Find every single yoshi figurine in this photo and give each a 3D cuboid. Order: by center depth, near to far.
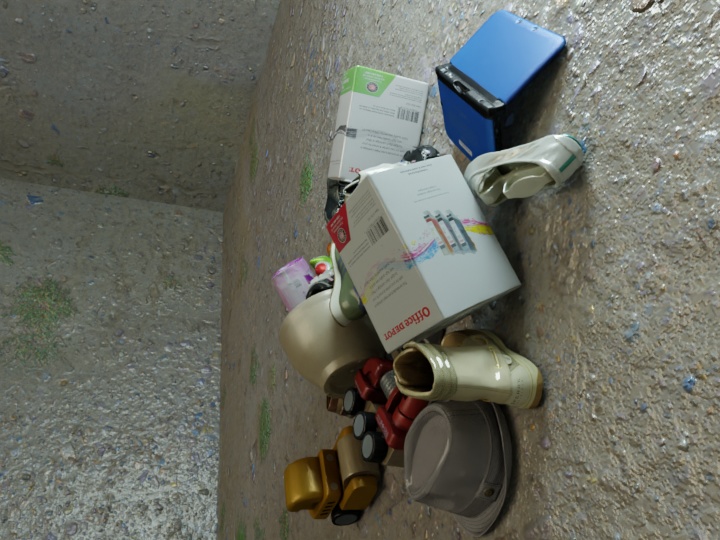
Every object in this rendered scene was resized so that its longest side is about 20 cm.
[{"bbox_3d":[-0.040,0.018,1.293,0.200,0.112,0.113,-97,-17,-63],"label":"yoshi figurine"}]

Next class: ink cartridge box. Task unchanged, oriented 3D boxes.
[{"bbox_3d":[0.077,-0.020,0.776,0.145,0.144,0.200,-42,70,55],"label":"ink cartridge box"},{"bbox_3d":[0.031,-0.254,1.090,0.084,0.145,0.201,-155,74,-69],"label":"ink cartridge box"}]

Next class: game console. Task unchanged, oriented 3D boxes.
[{"bbox_3d":[0.195,-0.248,0.837,0.200,0.118,0.171,-112,4,-53],"label":"game console"}]

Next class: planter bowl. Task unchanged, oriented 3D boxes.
[{"bbox_3d":[-0.034,0.145,1.082,0.135,0.200,0.200,62,141,39],"label":"planter bowl"}]

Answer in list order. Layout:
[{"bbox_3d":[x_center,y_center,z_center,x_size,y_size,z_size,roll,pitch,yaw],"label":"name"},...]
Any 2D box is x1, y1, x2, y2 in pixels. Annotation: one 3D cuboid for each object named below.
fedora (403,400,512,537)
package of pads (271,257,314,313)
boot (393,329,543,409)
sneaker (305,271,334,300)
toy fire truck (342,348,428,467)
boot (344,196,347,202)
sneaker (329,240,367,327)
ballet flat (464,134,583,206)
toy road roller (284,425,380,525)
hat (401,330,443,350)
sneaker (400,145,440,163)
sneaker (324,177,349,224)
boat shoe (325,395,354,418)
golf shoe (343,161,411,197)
[{"bbox_3d":[0.114,0.248,0.780,0.177,0.090,0.200,-111,34,-51],"label":"fedora"},{"bbox_3d":[-0.111,0.075,1.283,0.200,0.076,0.121,61,-175,-6],"label":"package of pads"},{"bbox_3d":[0.109,0.116,0.745,0.200,0.155,0.073,-146,65,-67],"label":"boot"},{"bbox_3d":[-0.029,0.032,1.120,0.200,0.074,0.088,-23,25,30],"label":"sneaker"},{"bbox_3d":[0.050,0.184,0.943,0.200,0.128,0.176,-67,24,18],"label":"toy fire truck"},{"bbox_3d":[0.018,-0.108,1.161,0.200,0.073,0.156,127,143,-61],"label":"boot"},{"bbox_3d":[0.000,0.000,1.013,0.090,0.067,0.201,-27,41,26],"label":"sneaker"},{"bbox_3d":[0.182,-0.113,0.730,0.200,0.069,0.070,-11,73,62],"label":"ballet flat"},{"bbox_3d":[-0.060,0.391,1.114,0.123,0.146,0.200,-105,30,-44],"label":"toy road roller"},{"bbox_3d":[0.066,0.056,0.984,0.201,0.081,0.201,-173,90,-68],"label":"hat"},{"bbox_3d":[0.105,-0.166,0.975,0.200,0.076,0.088,-152,77,-68],"label":"sneaker"},{"bbox_3d":[-0.036,-0.176,1.339,0.114,0.076,0.200,115,159,-53],"label":"sneaker"},{"bbox_3d":[-0.051,0.222,1.248,0.200,0.072,0.076,-109,33,-55],"label":"boat shoe"},{"bbox_3d":[0.016,-0.129,0.958,0.200,0.097,0.079,137,132,-72],"label":"golf shoe"}]
